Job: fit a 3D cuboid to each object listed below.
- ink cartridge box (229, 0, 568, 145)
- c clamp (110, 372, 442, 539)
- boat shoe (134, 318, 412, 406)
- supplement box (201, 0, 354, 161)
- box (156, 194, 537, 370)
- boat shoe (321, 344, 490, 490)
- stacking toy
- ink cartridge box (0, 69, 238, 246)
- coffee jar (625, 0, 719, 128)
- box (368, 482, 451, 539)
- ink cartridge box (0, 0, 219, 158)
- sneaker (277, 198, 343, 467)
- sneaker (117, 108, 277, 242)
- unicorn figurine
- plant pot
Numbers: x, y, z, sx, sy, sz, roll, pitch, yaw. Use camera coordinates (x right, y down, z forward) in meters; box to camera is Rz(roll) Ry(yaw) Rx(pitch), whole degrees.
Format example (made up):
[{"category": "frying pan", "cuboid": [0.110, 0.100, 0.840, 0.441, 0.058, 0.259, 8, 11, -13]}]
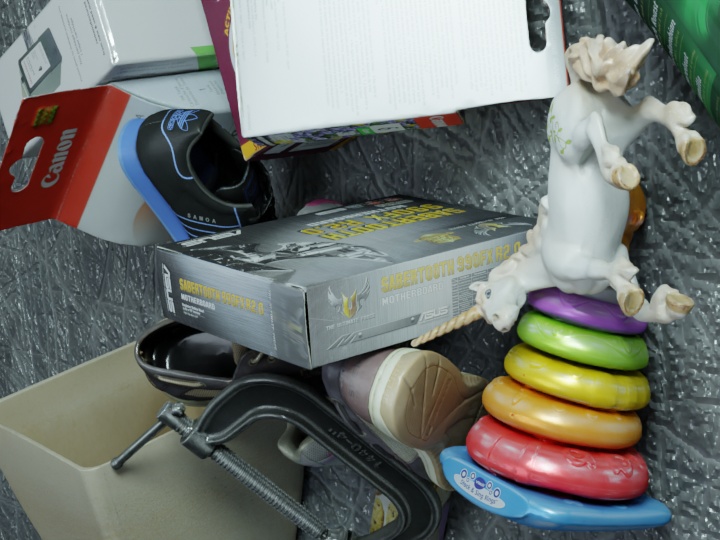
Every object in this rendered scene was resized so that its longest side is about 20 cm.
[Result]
[{"category": "ink cartridge box", "cuboid": [0.024, -0.141, 0.878, 0.199, 0.050, 0.110, -5, 86, 10]}, {"category": "c clamp", "cuboid": [-0.049, 0.139, 0.979, 0.200, 0.027, 0.171, 35, 130, -9]}, {"category": "boat shoe", "cuboid": [-0.061, 0.052, 0.957, 0.199, 0.073, 0.075, -15, 73, 21]}, {"category": "supplement box", "cuboid": [-0.046, -0.189, 0.987, 0.110, 0.085, 0.201, -24, 80, 52]}, {"category": "box", "cuboid": [0.000, 0.000, 0.881, 0.158, 0.199, 0.049, 13, 112, 51]}, {"category": "boat shoe", "cuboid": [0.032, 0.084, 0.884, 0.065, 0.200, 0.072, 23, 83, 24]}, {"category": "stacking toy", "cuboid": [0.128, 0.043, 0.826, 0.116, 0.109, 0.201, 23, 103, 54]}, {"category": "ink cartridge box", "cuboid": [-0.173, -0.076, 1.088, 0.050, 0.199, 0.162, 56, 139, 21]}, {"category": "coffee jar", "cuboid": [0.170, -0.152, 0.695, 0.200, 0.104, 0.085, 55, -178, 28]}, {"category": "box", "cuboid": [0.035, 0.169, 1.013, 0.041, 0.039, 0.201, 35, 125, 42]}, {"category": "ink cartridge box", "cuboid": [-0.180, -0.165, 1.122, 0.200, 0.145, 0.084, -27, 79, 53]}, {"category": "sneaker", "cuboid": [-0.025, 0.051, 1.021, 0.081, 0.088, 0.201, -2, 97, 53]}, {"category": "sneaker", "cuboid": [-0.091, -0.038, 1.043, 0.078, 0.070, 0.200, -5, 139, 37]}, {"category": "unicorn figurine", "cuboid": [0.114, -0.025, 0.747, 0.137, 0.073, 0.201, 38, 115, 60]}, {"category": "plant pot", "cuboid": [-0.161, 0.175, 1.162, 0.199, 0.199, 0.178, 14, 120, 50]}]
